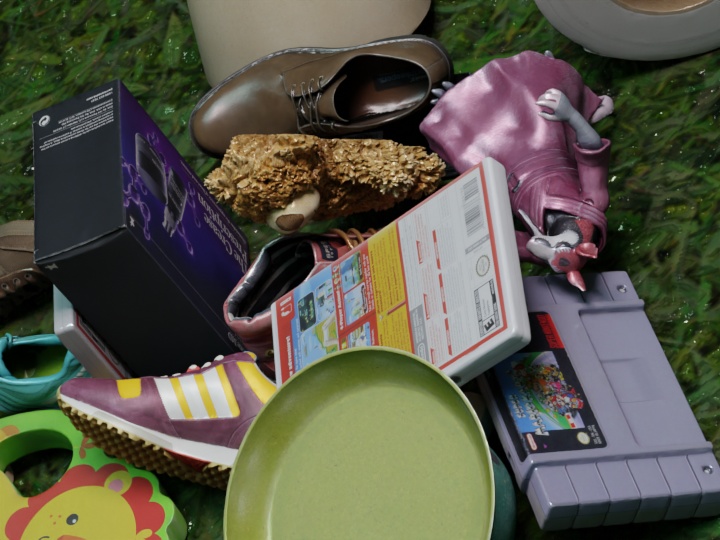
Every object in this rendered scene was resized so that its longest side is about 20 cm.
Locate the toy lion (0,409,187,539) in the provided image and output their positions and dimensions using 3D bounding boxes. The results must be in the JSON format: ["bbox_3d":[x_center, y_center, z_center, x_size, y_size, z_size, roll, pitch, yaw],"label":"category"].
[{"bbox_3d":[-0.216,0.183,1.792,0.190,0.069,0.201,-15,49,12],"label":"toy lion"}]

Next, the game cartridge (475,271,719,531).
[{"bbox_3d":[0.143,0.078,1.621,0.129,0.039,0.201,0,43,-21],"label":"game cartridge"}]

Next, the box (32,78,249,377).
[{"bbox_3d":[-0.152,-0.015,1.800,0.078,0.200,0.142,-19,49,17],"label":"box"}]

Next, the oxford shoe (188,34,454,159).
[{"bbox_3d":[-0.035,-0.126,1.828,0.199,0.073,0.084,-17,9,11],"label":"oxford shoe"}]

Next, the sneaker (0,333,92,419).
[{"bbox_3d":[-0.265,0.077,1.884,0.199,0.080,0.078,-12,51,24],"label":"sneaker"}]

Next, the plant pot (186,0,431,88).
[{"bbox_3d":[-0.067,-0.262,1.905,0.186,0.201,0.188,-17,31,11],"label":"plant pot"}]

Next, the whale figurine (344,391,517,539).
[{"bbox_3d":[0.038,0.148,1.648,0.159,0.104,0.200,-47,21,9],"label":"whale figurine"}]

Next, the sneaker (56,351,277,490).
[{"bbox_3d":[-0.110,0.095,1.756,0.199,0.075,0.091,17,69,12],"label":"sneaker"}]

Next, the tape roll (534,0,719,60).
[{"bbox_3d":[0.208,-0.265,1.774,0.201,0.203,0.140,-20,47,16],"label":"tape roll"}]

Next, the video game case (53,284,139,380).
[{"bbox_3d":[-0.184,0.005,1.844,0.017,0.143,0.201,-19,48,15],"label":"video game case"}]

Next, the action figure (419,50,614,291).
[{"bbox_3d":[0.120,-0.052,1.718,0.134,0.149,0.201,-40,47,18],"label":"action figure"}]

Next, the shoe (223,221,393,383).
[{"bbox_3d":[0.000,0.000,1.773,0.200,0.091,0.072,-37,46,1],"label":"shoe"}]

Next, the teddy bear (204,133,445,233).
[{"bbox_3d":[-0.021,-0.059,1.780,0.144,0.200,0.067,-1,90,15],"label":"teddy bear"}]

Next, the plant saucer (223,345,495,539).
[{"bbox_3d":[0.004,0.148,1.546,0.199,0.031,0.202,-10,72,32],"label":"plant saucer"}]

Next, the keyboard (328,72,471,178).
[{"bbox_3d":[0.010,-0.109,1.902,0.199,0.040,0.105,-5,77,27],"label":"keyboard"}]

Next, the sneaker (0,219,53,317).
[{"bbox_3d":[-0.280,0.009,1.969,0.199,0.070,0.076,-5,73,32],"label":"sneaker"}]

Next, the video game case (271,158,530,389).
[{"bbox_3d":[0.022,0.033,1.628,0.199,0.017,0.144,-34,44,30],"label":"video game case"}]
